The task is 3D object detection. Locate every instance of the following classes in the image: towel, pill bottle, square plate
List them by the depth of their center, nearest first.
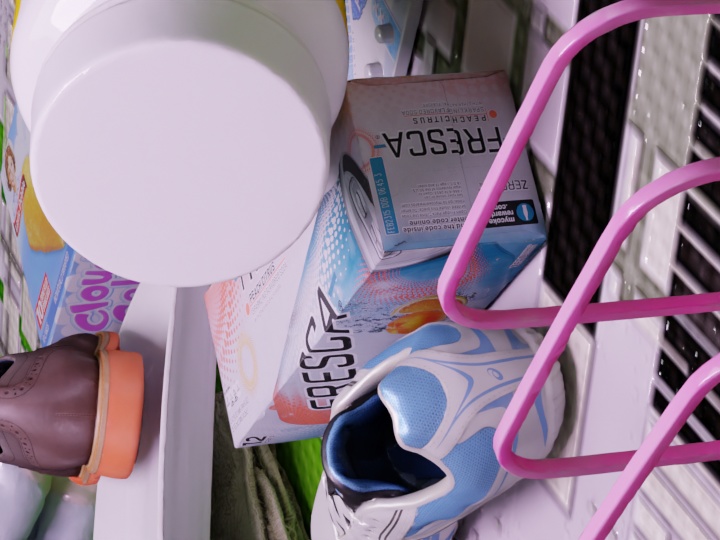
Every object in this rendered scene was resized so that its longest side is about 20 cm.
[{"bbox_3d":[-0.061,-0.092,0.946,0.201,0.114,0.115,-94,12,-52],"label":"pill bottle"},{"bbox_3d":[-0.092,0.103,1.233,0.200,0.028,0.199,124,150,-65],"label":"square plate"},{"bbox_3d":[-0.060,0.158,1.261,0.200,0.036,0.149,111,148,-50],"label":"towel"}]

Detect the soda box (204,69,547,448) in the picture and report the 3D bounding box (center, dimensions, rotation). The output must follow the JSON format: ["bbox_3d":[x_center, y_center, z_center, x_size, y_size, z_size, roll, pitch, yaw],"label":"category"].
[{"bbox_3d":[0.000,0.000,1.022,0.200,0.063,0.069,126,134,-61],"label":"soda box"}]

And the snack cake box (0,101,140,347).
[{"bbox_3d":[-0.113,-0.064,1.300,0.200,0.067,0.115,112,145,-50],"label":"snack cake box"}]

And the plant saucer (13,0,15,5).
[{"bbox_3d":[-0.104,-0.158,1.158,0.200,0.035,0.202,-10,78,58],"label":"plant saucer"}]

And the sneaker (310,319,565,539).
[{"bbox_3d":[0.010,0.068,1.003,0.200,0.072,0.072,126,133,-62],"label":"sneaker"}]

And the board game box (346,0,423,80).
[{"bbox_3d":[-0.024,-0.148,1.098,0.200,0.026,0.201,-115,28,-42],"label":"board game box"}]

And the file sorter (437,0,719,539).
[{"bbox_3d":[0.112,0.049,0.649,0.139,0.125,0.201,112,146,-51],"label":"file sorter"}]

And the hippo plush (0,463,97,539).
[{"bbox_3d":[-0.184,0.188,1.409,0.161,0.199,0.160,41,155,50],"label":"hippo plush"}]

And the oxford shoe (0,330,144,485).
[{"bbox_3d":[-0.145,0.058,1.259,0.200,0.072,0.072,156,119,-76],"label":"oxford shoe"}]
